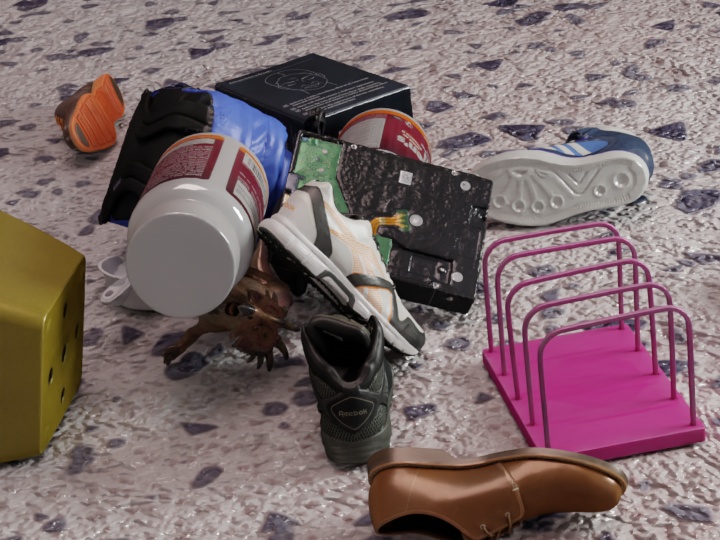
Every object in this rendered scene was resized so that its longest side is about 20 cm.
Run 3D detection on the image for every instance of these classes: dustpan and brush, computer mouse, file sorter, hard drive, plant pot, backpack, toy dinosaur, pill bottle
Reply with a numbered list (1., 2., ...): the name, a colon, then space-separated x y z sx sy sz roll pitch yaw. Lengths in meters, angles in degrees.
1. dustpan and brush: -0.214 0.009 1.732 0.138 0.058 0.200 1 25 15
2. computer mouse: -0.067 -0.055 1.782 0.045 0.141 0.202 6 65 2
3. file sorter: 0.188 0.054 1.461 0.137 0.127 0.200 -10 25 -7
4. hard drive: 0.021 -0.046 1.669 0.198 0.038 0.141 14 58 -6
5. plant pot: -0.341 0.058 1.517 0.174 0.202 0.200 8 26 4
6. backpack: -0.153 -0.105 1.796 0.166 0.164 0.199 15 -6 -28
7. toy dinosaur: -0.102 0.033 1.632 0.134 0.087 0.200 4 22 22
8. pill bottle: -0.146 -0.040 1.553 0.113 0.115 0.200 -4 21 5
9. pill bottle: 0.017 -0.088 1.830 0.108 0.111 0.200 -3 25 7

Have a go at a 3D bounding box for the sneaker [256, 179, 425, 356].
1. sneaker: 0.000 0.000 1.553 0.080 0.200 0.074 -51 30 -13

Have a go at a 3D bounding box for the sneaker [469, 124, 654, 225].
1. sneaker: 0.217 -0.107 1.877 0.198 0.082 0.147 -5 16 10

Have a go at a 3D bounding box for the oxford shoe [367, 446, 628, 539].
1. oxford shoe: 0.103 0.177 1.311 0.197 0.072 0.072 -3 52 7

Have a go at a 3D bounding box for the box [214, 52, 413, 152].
1. box: -0.053 -0.166 2.020 0.147 0.108 0.199 -22 29 -30

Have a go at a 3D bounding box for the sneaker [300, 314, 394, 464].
1. sneaker: -0.010 0.071 1.490 0.075 0.116 0.200 -4 22 1

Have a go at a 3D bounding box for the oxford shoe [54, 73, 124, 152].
1. oxford shoe: -0.352 -0.187 2.205 0.072 0.072 0.200 -22 17 12
